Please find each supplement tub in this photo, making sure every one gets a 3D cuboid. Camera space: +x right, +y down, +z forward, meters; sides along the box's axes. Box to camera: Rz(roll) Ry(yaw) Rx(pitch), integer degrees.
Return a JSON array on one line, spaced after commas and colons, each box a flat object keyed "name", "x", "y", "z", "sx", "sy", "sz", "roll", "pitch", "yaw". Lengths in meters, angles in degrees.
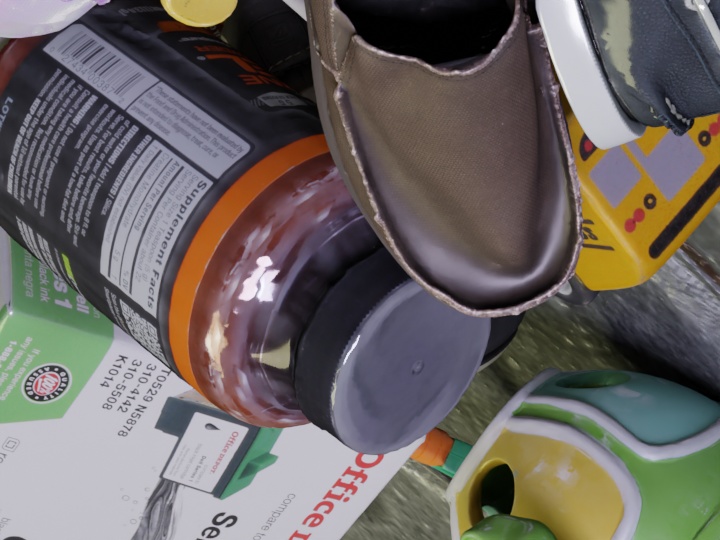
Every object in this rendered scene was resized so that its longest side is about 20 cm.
[{"name": "supplement tub", "x": -0.045, "y": -0.015, "z": 0.887, "sx": 0.200, "sy": 0.107, "sz": 0.107, "roll": 36, "pitch": 164, "yaw": 37}]

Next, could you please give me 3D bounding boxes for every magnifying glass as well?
[{"name": "magnifying glass", "x": 0.055, "y": 0.097, "z": 1.242, "sx": 0.199, "sy": 0.022, "sz": 0.079, "roll": 29, "pitch": 172, "yaw": -25}]

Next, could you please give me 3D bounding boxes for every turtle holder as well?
[{"name": "turtle holder", "x": 0.097, "y": 0.117, "z": 1.039, "sx": 0.132, "sy": 0.185, "sz": 0.141, "roll": 39, "pitch": 139, "yaw": 11}]

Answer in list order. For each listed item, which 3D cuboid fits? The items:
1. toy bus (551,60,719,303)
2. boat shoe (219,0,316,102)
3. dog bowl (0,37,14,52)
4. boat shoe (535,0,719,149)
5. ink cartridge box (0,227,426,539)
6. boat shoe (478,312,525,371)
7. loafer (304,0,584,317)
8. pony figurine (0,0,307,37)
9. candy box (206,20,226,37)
[{"name": "toy bus", "x": 0.054, "y": -0.040, "z": 0.908, "sx": 0.078, "sy": 0.065, "sz": 0.200, "roll": 49, "pitch": 162, "yaw": -23}, {"name": "boat shoe", "x": -0.029, "y": -0.068, "z": 1.060, "sx": 0.057, "sy": 0.067, "sz": 0.200, "roll": 61, "pitch": 171, "yaw": 10}, {"name": "dog bowl", "x": -0.167, "y": -0.153, "z": 0.959, "sx": 0.059, "sy": 0.200, "sz": 0.200, "roll": -33, "pitch": 109, "yaw": 34}, {"name": "boat shoe", "x": 0.065, "y": -0.129, "z": 0.705, "sx": 0.060, "sy": 0.076, "sz": 0.201, "roll": -14, "pitch": 124, "yaw": 18}, {"name": "ink cartridge box", "x": -0.092, "y": 0.060, "z": 1.069, "sx": 0.199, "sy": 0.146, "sz": 0.085, "roll": 18, "pitch": -142, "yaw": -27}, {"name": "boat shoe", "x": 0.001, "y": 0.002, "z": 1.041, "sx": 0.201, "sy": 0.063, "sz": 0.074, "roll": 6, "pitch": -138, "yaw": -42}, {"name": "loafer", "x": 0.017, "y": -0.063, "z": 0.735, "sx": 0.071, "sy": 0.073, "sz": 0.201, "roll": -107, "pitch": -5, "yaw": -61}, {"name": "pony figurine", "x": -0.061, "y": -0.127, "z": 0.838, "sx": 0.192, "sy": 0.167, "sz": 0.200, "roll": 22, "pitch": -168, "yaw": -34}, {"name": "candy box", "x": -0.139, "y": -0.040, "z": 1.120, "sx": 0.055, "sy": 0.199, "sz": 0.115, "roll": 58, "pitch": 165, "yaw": 9}]
